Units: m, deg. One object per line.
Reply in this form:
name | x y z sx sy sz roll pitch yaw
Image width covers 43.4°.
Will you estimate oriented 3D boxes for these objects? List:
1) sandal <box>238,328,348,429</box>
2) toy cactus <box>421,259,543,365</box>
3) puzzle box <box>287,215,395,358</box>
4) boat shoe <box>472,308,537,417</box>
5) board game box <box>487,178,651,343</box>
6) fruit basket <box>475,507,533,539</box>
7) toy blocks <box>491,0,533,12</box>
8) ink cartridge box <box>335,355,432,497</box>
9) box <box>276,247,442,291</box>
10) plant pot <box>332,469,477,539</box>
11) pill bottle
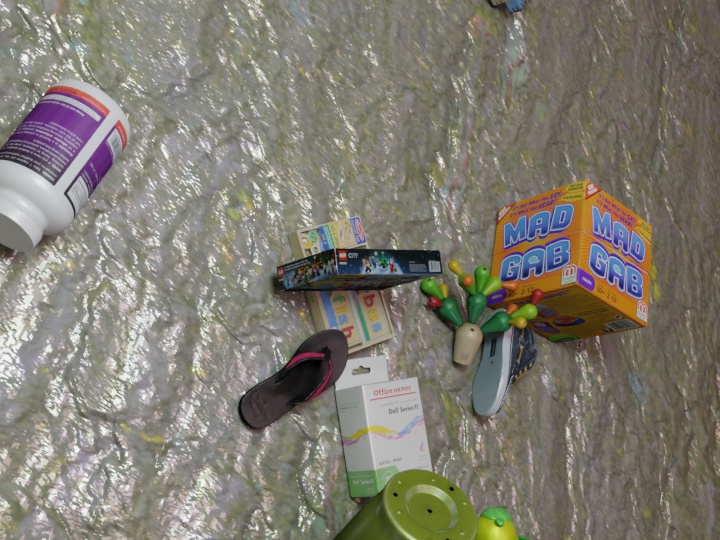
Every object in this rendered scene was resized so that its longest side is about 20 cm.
sandal | -0.082 0.152 1.265 0.200 0.045 0.075 -37 98 -34
toy cactus | 0.193 0.076 1.494 0.199 0.102 0.166 12 96 -12
puzzle box | -0.026 0.024 1.378 0.133 0.025 0.201 -17 89 -43
boat shoe | 0.254 0.169 1.548 0.091 0.071 0.201 31 58 -26
board game box | 0.375 -0.009 1.617 0.199 0.200 0.201 27 62 -33
fruit basket | 0.172 0.435 1.346 0.215 0.155 0.217 -3 95 -46
toy blocks | 0.302 -0.586 1.796 0.137 0.100 0.201 47 51 -35
ink cartridge box | 0.033 0.225 1.345 0.117 0.067 0.201 -3 80 -41
box | 0.000 0.000 1.297 0.199 0.136 0.038 0 80 -41
plant pot | 0.059 0.371 1.187 0.199 0.193 0.201 15 35 -11
pill bottle | -0.365 -0.122 1.067 0.112 0.112 0.201 42 55 -24
